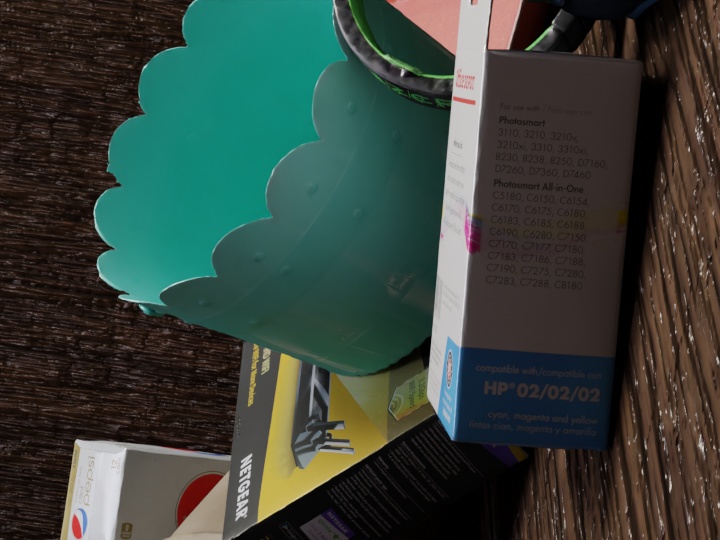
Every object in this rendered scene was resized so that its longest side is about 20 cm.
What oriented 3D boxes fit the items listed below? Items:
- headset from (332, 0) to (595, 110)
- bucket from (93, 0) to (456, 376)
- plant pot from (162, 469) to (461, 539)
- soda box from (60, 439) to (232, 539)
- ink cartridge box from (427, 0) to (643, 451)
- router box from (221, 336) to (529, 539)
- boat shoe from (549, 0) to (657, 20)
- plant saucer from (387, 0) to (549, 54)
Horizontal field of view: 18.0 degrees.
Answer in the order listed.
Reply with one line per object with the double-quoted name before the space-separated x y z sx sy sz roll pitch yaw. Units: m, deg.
"headset" 0.065 -0.172 1.041 0.200 0.123 0.094 -59 -22 -7
"bucket" -0.027 -0.051 1.168 0.207 0.135 0.207 -36 39 36
"plant pot" -0.024 0.172 1.316 0.200 0.200 0.174 103 -171 -54
"soda box" -0.083 0.149 1.410 0.064 0.200 0.068 3 84 52
"ink cartridge box" 0.073 -0.033 0.955 0.115 0.068 0.200 -121 35 -83
"router box" 0.007 0.066 1.211 0.157 0.052 0.200 -33 24 17
"boat shoe" 0.094 -0.138 0.906 0.200 0.069 0.084 112 165 -74
"plant saucer" 0.030 -0.094 1.283 0.200 0.037 0.200 -8 61 53
